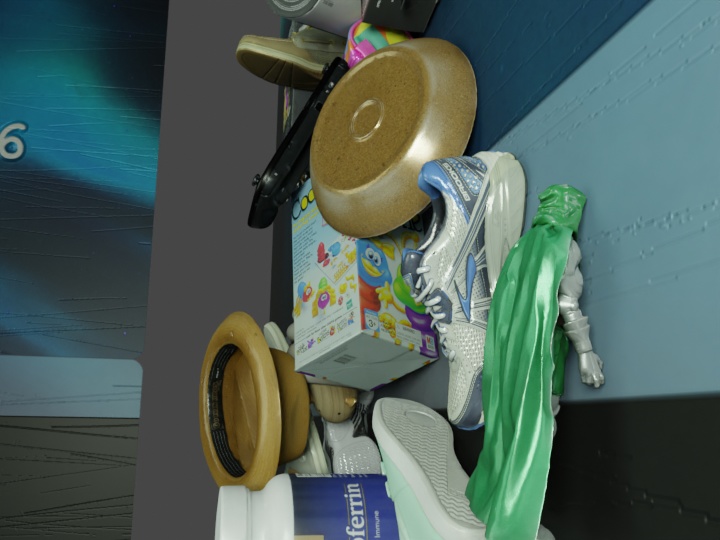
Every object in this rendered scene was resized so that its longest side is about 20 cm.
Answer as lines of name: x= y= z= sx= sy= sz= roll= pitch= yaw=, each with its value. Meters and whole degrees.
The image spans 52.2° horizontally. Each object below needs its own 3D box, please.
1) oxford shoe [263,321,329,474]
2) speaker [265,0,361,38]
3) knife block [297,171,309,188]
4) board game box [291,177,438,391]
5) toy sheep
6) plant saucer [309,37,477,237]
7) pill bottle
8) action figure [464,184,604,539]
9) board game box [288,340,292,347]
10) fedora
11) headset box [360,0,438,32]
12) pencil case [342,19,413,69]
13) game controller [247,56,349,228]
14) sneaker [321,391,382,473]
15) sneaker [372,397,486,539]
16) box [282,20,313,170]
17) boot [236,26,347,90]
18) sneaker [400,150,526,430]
oxford shoe: x=-0.091 y=0.155 z=0.878 sx=0.076 sy=0.057 sz=0.203 roll=83 pitch=169 yaw=-66
speaker: x=-0.025 y=-0.309 z=0.828 sx=0.199 sy=0.080 sz=0.083 roll=-17 pitch=-64 yaw=-63
knife block: x=-0.071 y=-0.198 z=1.281 sx=0.177 sy=0.062 sz=0.203 roll=-104 pitch=21 yaw=-52
board game box: x=0.000 y=0.000 z=0.736 sx=0.104 sy=0.102 sz=0.204 roll=-31 pitch=51 yaw=40
toy sheep: x=-0.023 y=0.072 z=0.847 sx=0.138 sy=0.135 sz=0.205 roll=139 pitch=134 yaw=-73
plant saucer: x=0.015 y=-0.132 z=0.675 sx=0.198 sy=0.035 sz=0.204 roll=-22 pitch=56 yaw=37
pill bottle: x=-0.034 y=0.248 z=0.676 sx=0.116 sy=0.195 sz=0.119 roll=-177 pitch=90 yaw=-77
action figure: x=0.104 y=0.049 z=0.432 sx=0.118 sy=0.053 sz=0.205 roll=180 pitch=100 yaw=-79
board game box: x=-0.030 y=0.041 z=0.986 sx=0.202 sy=0.038 sz=0.159 roll=-58 pitch=-9 yaw=-21
fedora: x=-0.108 y=0.146 z=0.790 sx=0.199 sy=0.080 sz=0.206 roll=-8 pitch=80 yaw=55
headset box: x=0.049 y=-0.359 z=0.743 sx=0.149 sy=0.075 sz=0.204 roll=120 pitch=152 yaw=-64
pencil case: x=0.005 y=-0.206 z=0.884 sx=0.201 sy=0.086 sz=0.090 roll=113 pitch=157 yaw=-57
game controller: x=-0.066 y=-0.136 z=0.786 sx=0.202 sy=0.042 sz=0.104 roll=-63 pitch=11 yaw=-29
sneaker: x=-0.025 y=0.209 z=0.930 sx=0.116 sy=0.073 sz=0.203 roll=111 pitch=155 yaw=-47
sneaker: x=0.042 y=0.197 z=0.616 sx=0.201 sy=0.072 sz=0.121 roll=-120 pitch=42 yaw=-64
box: x=-0.045 y=-0.251 z=1.038 sx=0.106 sy=0.119 sz=0.205 roll=147 pitch=125 yaw=-74
boot: x=-0.060 y=-0.320 z=0.952 sx=0.072 sy=0.195 sz=0.159 roll=160 pitch=114 yaw=-70
sneaker: x=0.066 y=0.013 z=0.542 sx=0.077 sy=0.083 sz=0.205 roll=174 pitch=98 yaw=-77
